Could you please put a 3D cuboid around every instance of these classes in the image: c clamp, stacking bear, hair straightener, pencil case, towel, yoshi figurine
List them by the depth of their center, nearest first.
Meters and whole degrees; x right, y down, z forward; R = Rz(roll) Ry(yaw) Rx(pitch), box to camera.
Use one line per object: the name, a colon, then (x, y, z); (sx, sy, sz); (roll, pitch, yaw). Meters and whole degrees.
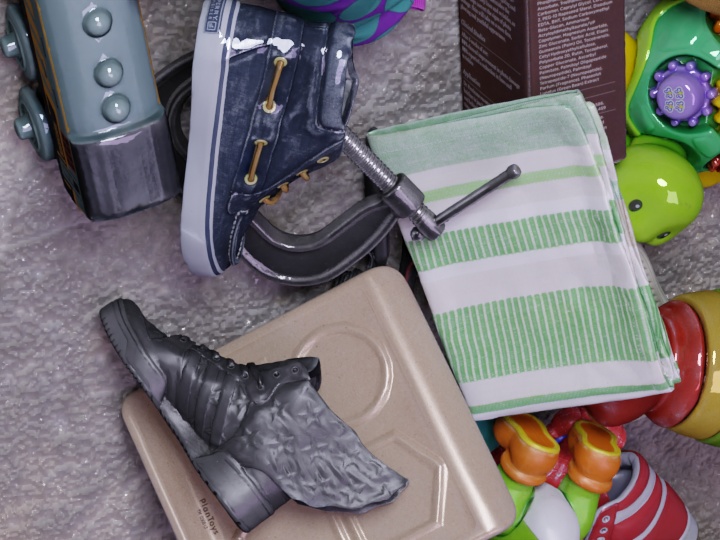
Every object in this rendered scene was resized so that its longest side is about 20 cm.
pencil case: (-0.013, -0.182, 1.380); (0.092, 0.200, 0.086); (4, 86, 4)
c clamp: (-0.032, -0.073, 1.481); (0.200, 0.027, 0.171); (39, 119, -18)
towel: (0.101, -0.006, 1.507); (0.152, 0.023, 0.201); (-10, 111, 28)
hair straightener: (0.000, 0.000, 1.579); (0.076, 0.041, 0.201); (1, 120, -14)
stacking bear: (0.222, 0.065, 1.606); (0.199, 0.122, 0.114); (6, 122, -23)
yoshi figurine: (0.101, 0.189, 1.641); (0.112, 0.112, 0.201); (-15, 126, -60)

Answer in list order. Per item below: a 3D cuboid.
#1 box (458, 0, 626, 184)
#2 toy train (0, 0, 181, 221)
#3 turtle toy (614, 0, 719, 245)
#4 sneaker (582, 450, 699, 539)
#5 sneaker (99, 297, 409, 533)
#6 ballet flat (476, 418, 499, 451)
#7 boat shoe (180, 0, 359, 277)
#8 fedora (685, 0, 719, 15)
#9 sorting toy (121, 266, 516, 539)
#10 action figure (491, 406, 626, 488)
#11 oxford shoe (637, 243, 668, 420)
box: (0.109, -0.167, 1.503); (0.075, 0.100, 0.201); (-16, 122, -18)
toy train: (-0.154, -0.125, 1.385); (0.085, 0.114, 0.201); (-18, 122, -17)
turtle toy: (0.219, -0.105, 1.579); (0.200, 0.101, 0.146); (-51, 125, -2)
sneaker: (0.142, 0.210, 1.728); (0.200, 0.071, 0.113); (-43, 130, -10)
sneaker: (-0.067, 0.079, 1.508); (0.104, 0.200, 0.060); (-35, 169, -4)
ballet flat: (0.009, 0.116, 1.613); (0.199, 0.070, 0.068); (-28, 135, -21)
boat shoe: (-0.053, -0.066, 1.414); (0.090, 0.071, 0.201); (9, 137, 2)
fedora: (0.227, -0.214, 1.503); (0.200, 0.201, 0.082); (5, 137, -28)
sorting toy: (-0.027, 0.120, 1.541); (0.199, 0.186, 0.036); (-26, 166, 1)
action figure: (0.121, 0.142, 1.682); (0.065, 0.052, 0.200); (24, 118, -28)
oxford shoe: (0.174, 0.030, 1.663); (0.075, 0.058, 0.200); (-28, 137, -4)
